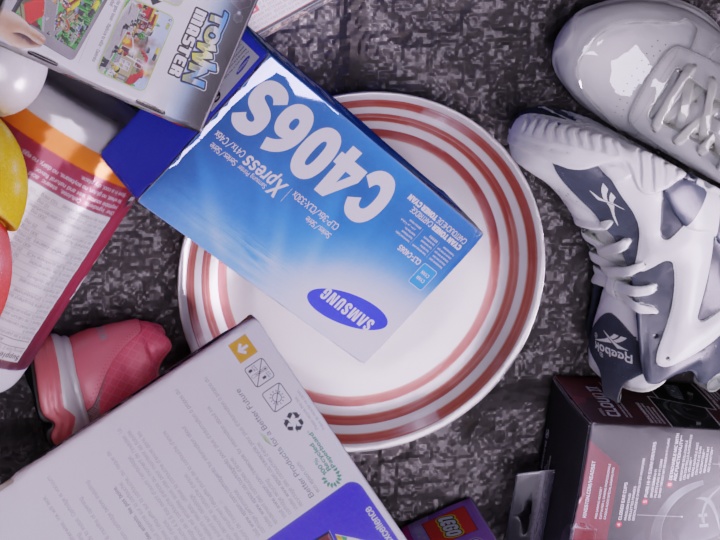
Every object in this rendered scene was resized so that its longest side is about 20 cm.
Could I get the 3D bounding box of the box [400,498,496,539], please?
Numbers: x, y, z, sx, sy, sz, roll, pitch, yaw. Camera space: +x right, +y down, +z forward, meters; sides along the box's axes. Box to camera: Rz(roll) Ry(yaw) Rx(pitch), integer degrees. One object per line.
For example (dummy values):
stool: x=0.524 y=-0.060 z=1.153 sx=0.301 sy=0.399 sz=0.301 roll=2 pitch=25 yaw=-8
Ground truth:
box: x=0.031 y=0.209 z=1.400 sx=0.137 sy=0.200 sz=0.039 roll=-23 pitch=120 yaw=-5

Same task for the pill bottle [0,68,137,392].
pill bottle: x=-0.193 y=-0.008 z=1.321 sx=0.109 sy=0.110 sz=0.200 roll=30 pitch=100 yaw=-21

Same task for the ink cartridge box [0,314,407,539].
ink cartridge box: x=-0.080 y=0.156 z=1.336 sx=0.200 sy=0.043 sz=0.198 roll=-33 pitch=88 yaw=-22

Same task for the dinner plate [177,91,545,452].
dinner plate: x=0.000 y=0.000 z=1.416 sx=0.200 sy=0.024 sz=0.201 roll=-4 pitch=110 yaw=-12

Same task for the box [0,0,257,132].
box: x=-0.084 y=-0.175 z=1.202 sx=0.110 sy=0.035 sz=0.200 roll=24 pitch=89 yaw=-20

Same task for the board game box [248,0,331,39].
board game box: x=-0.083 y=-0.215 z=1.282 sx=0.159 sy=0.097 sz=0.200 roll=-29 pitch=113 yaw=-2

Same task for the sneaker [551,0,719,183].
sneaker: x=0.195 y=-0.083 z=1.392 sx=0.200 sy=0.100 sz=0.075 roll=24 pitch=103 yaw=-18

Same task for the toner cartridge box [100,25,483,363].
toner cartridge box: x=-0.030 y=-0.037 z=1.318 sx=0.095 sy=0.043 sz=0.200 roll=-47 pitch=138 yaw=6

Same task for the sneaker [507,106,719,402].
sneaker: x=0.141 y=0.002 z=1.414 sx=0.199 sy=0.079 sz=0.130 roll=23 pitch=97 yaw=-35

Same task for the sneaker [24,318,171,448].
sneaker: x=-0.110 y=0.117 z=1.404 sx=0.087 sy=0.074 sz=0.201 roll=-20 pitch=112 yaw=-7

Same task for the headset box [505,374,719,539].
headset box: x=0.179 y=0.142 z=1.478 sx=0.199 sy=0.077 sz=0.149 roll=3 pitch=107 yaw=-13

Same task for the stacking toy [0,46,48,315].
stacking toy: x=-0.199 y=-0.031 z=1.221 sx=0.146 sy=0.146 sz=0.200 roll=32 pitch=78 yaw=-21
